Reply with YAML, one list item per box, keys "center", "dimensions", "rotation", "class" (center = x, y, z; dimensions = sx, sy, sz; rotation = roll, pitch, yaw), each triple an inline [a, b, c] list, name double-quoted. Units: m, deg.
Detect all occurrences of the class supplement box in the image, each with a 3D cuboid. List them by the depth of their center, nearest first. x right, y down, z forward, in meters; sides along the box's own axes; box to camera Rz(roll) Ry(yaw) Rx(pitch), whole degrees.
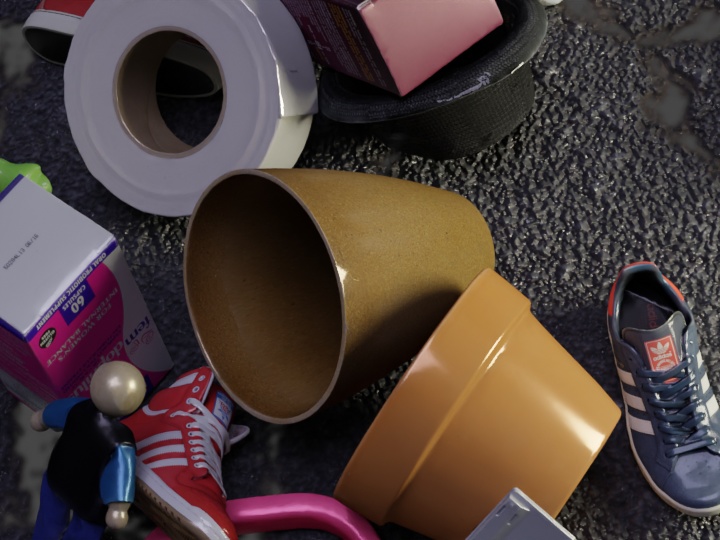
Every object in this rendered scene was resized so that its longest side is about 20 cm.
- center: [-0.228, 0.037, 1.435]
  dimensions: [0.103, 0.200, 0.101]
  rotation: [32, 70, 23]
  class: "supplement box"
- center: [0.008, -0.221, 1.524]
  dimensions: [0.110, 0.086, 0.200]
  rotation: [-36, 31, -15]
  class: "supplement box"

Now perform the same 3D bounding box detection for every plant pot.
- center: [0.092, 0.118, 1.353]
  dimensions: [0.140, 0.200, 0.200]
  rotation: [34, 69, 8]
  class: "plant pot"
- center: [0.000, 0.000, 1.426]
  dimensions: [0.199, 0.187, 0.186]
  rotation: [-15, 51, -40]
  class: "plant pot"

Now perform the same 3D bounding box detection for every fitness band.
- center: [-0.077, 0.235, 1.390]
  dimensions: [0.199, 0.037, 0.144]
  rotation: [-7, 59, 4]
  class: "fitness band"

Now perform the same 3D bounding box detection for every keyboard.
- center: [0.065, 0.234, 1.305]
  dimensions: [0.056, 0.011, 0.200]
  rotation: [38, 112, -3]
  class: "keyboard"

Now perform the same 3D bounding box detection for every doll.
- center: [-0.203, 0.149, 1.373]
  dimensions: [0.048, 0.201, 0.137]
  rotation: [-3, 37, -38]
  class: "doll"

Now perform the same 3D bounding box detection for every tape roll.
- center: [-0.139, -0.146, 1.539]
  dimensions: [0.202, 0.071, 0.204]
  rotation: [3, 97, 23]
  class: "tape roll"

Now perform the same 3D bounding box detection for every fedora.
- center: [0.068, -0.147, 1.544]
  dimensions: [0.200, 0.092, 0.201]
  rotation: [-20, 31, 12]
  class: "fedora"

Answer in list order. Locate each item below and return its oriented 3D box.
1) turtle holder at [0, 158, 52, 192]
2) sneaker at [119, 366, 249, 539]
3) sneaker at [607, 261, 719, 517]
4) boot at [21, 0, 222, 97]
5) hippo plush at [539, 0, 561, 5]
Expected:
- center: [-0.339, -0.009, 1.531]
  dimensions: [0.131, 0.141, 0.185]
  rotation: [33, 37, 11]
  class: "turtle holder"
- center: [-0.117, 0.139, 1.402]
  dimensions: [0.112, 0.071, 0.200]
  rotation: [-37, 34, -16]
  class: "sneaker"
- center: [0.226, 0.083, 1.403]
  dimensions: [0.075, 0.085, 0.201]
  rotation: [-17, 59, -2]
  class: "sneaker"
- center: [-0.181, -0.235, 1.665]
  dimensions: [0.199, 0.073, 0.145]
  rotation: [18, 63, 22]
  class: "boot"
- center: [0.098, -0.317, 1.613]
  dimensions: [0.199, 0.161, 0.160]
  rotation: [28, 68, 22]
  class: "hippo plush"
